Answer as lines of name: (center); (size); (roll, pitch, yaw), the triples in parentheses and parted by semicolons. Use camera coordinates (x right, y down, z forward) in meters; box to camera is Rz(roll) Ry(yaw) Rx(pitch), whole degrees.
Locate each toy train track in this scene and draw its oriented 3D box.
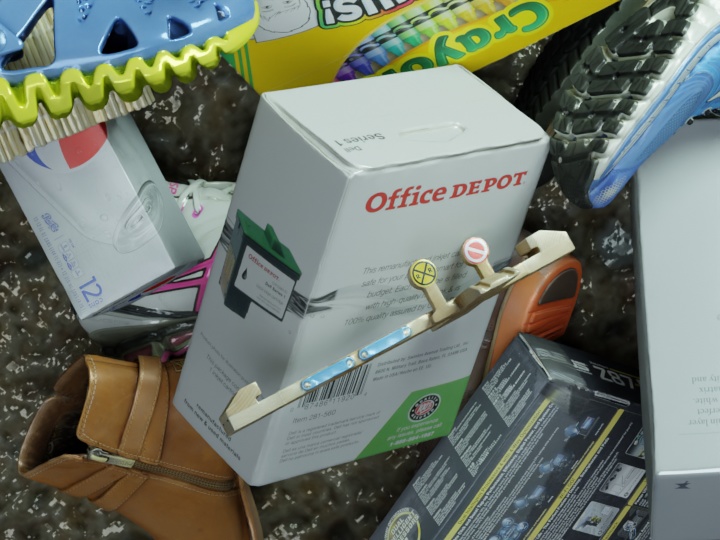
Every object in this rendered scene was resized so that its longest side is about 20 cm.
toy train track: (0.014, 0.022, 1.420); (0.199, 0.115, 0.033); (-28, 86, -15)

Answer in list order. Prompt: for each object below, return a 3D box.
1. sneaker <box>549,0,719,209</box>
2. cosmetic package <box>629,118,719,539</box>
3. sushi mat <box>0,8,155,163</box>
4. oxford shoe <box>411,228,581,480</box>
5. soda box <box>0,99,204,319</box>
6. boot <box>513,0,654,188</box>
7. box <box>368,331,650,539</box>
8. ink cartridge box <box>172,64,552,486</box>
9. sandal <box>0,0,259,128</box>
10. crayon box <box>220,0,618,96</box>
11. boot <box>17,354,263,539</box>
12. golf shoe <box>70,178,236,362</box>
sneaker: (0.181, -0.102, 1.458); (0.200, 0.078, 0.089); (-47, 115, -9)
cosmetic package: (0.247, 0.031, 1.507); (0.198, 0.201, 0.123); (-3, 156, 4)
sushi mat: (-0.183, -0.163, 1.465); (0.095, 0.012, 0.201); (-24, 103, -15)
oxford shoe: (0.062, 0.058, 1.620); (0.073, 0.071, 0.201); (35, 121, 24)
soda box: (-0.163, -0.077, 1.534); (0.063, 0.068, 0.201); (-28, 88, 13)
boot: (0.175, -0.099, 1.540); (0.138, 0.078, 0.200); (32, 111, -15)
box: (0.101, 0.141, 1.612); (0.161, 0.049, 0.200); (16, 117, -39)
ink cartridge box: (0.000, 0.000, 1.490); (0.146, 0.084, 0.201); (-11, 131, -40)
sandal: (-0.148, -0.120, 1.414); (0.199, 0.079, 0.088); (-13, 88, -14)
crayon box: (0.011, -0.167, 1.474); (0.199, 0.059, 0.173); (-25, 136, 22)
boot: (-0.121, 0.126, 1.597); (0.155, 0.077, 0.200); (6, 131, -33)
golf shoe: (-0.076, -0.016, 1.583); (0.199, 0.073, 0.092); (-29, 106, 13)
